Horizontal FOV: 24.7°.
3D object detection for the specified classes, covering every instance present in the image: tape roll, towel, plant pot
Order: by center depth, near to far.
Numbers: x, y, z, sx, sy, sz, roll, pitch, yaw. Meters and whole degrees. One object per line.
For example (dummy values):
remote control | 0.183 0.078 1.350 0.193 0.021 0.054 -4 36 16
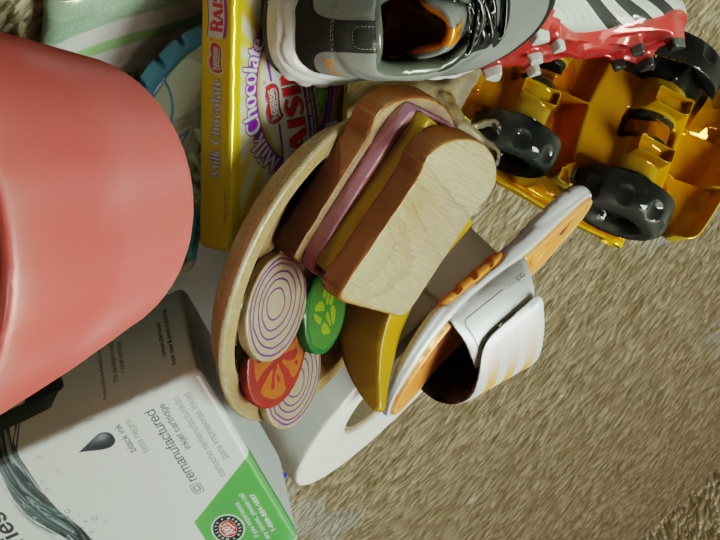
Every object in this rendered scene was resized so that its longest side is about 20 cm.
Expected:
plant pot | -0.181 -0.026 0.753 0.201 0.200 0.177 -52 164 24
towel | -0.118 -0.094 0.919 0.152 0.023 0.200 -24 151 -33
tape roll | -0.018 0.022 1.087 0.203 0.139 0.203 -43 166 -14

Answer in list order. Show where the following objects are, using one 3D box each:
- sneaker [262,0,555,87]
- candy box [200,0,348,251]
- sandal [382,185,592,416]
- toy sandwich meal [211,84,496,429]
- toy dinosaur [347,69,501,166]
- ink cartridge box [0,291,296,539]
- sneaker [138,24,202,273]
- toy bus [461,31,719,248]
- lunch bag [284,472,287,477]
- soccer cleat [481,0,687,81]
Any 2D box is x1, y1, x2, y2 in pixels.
sneaker | 0.042 -0.130 0.867 0.200 0.079 0.074 -19 114 -44
candy box | -0.043 -0.117 0.862 0.102 0.026 0.201 -20 119 -49
sandal | 0.094 0.024 1.004 0.207 0.059 0.079 -43 164 -28
toy sandwich meal | 0.000 0.000 0.889 0.205 0.070 0.206 -45 150 -35
toy dinosaur | 0.021 -0.091 1.009 0.199 0.102 0.058 -21 169 -29
ink cartridge box | -0.158 0.124 0.951 0.199 0.083 0.147 -25 125 3
sneaker | -0.102 -0.045 0.885 0.200 0.087 0.075 -50 149 1
toy bus | 0.140 -0.103 1.155 0.136 0.199 0.192 -67 -167 -13
lunch bag | -0.119 0.152 1.274 0.200 0.083 0.160 -50 158 22
soccer cleat | 0.119 -0.168 1.015 0.199 0.086 0.069 -5 163 -33
